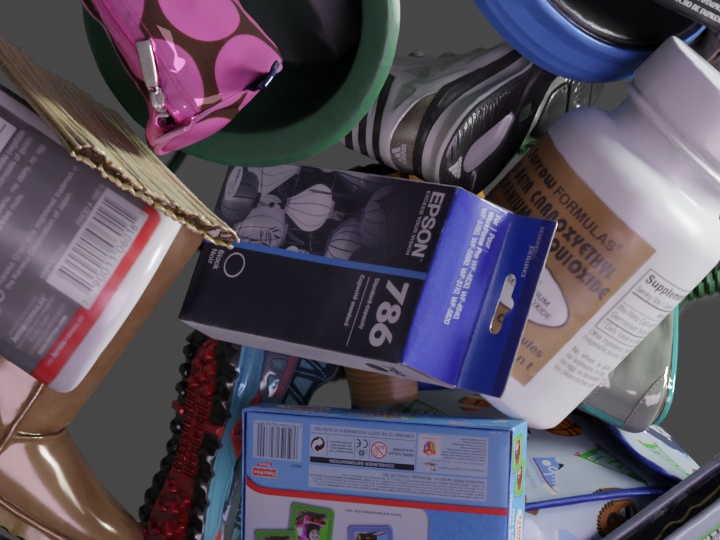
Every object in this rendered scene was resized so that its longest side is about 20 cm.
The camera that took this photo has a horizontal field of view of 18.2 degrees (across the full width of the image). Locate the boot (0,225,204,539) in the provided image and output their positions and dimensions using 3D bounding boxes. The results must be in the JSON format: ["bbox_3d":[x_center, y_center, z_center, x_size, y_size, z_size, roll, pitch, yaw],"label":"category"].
[{"bbox_3d":[-0.143,0.053,1.228,0.175,0.066,0.200,32,93,-30],"label":"boot"}]

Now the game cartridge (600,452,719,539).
[{"bbox_3d":[0.177,0.187,1.244,0.200,0.040,0.134,-36,130,-5],"label":"game cartridge"}]

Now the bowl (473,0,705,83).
[{"bbox_3d":[0.127,-0.203,1.211,0.200,0.039,0.201,8,76,-36],"label":"bowl"}]

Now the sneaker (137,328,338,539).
[{"bbox_3d":[-0.063,0.123,1.281,0.095,0.079,0.201,8,106,-29],"label":"sneaker"}]

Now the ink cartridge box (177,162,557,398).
[{"bbox_3d":[0.000,0.000,1.172,0.039,0.199,0.100,32,72,-51],"label":"ink cartridge box"}]

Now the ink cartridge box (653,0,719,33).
[{"bbox_3d":[0.166,-0.184,1.141,0.199,0.044,0.094,23,122,-26],"label":"ink cartridge box"}]

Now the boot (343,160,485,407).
[{"bbox_3d":[0.070,-0.011,1.296,0.200,0.071,0.145,-13,107,-23],"label":"boot"}]

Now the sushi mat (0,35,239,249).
[{"bbox_3d":[-0.128,-0.067,1.113,0.096,0.200,0.012,33,95,-31],"label":"sushi mat"}]

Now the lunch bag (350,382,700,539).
[{"bbox_3d":[0.112,0.131,1.308,0.199,0.170,0.124,-5,115,-21],"label":"lunch bag"}]

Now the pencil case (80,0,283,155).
[{"bbox_3d":[-0.120,-0.157,1.108,0.200,0.091,0.094,56,41,-2],"label":"pencil case"}]

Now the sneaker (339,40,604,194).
[{"bbox_3d":[0.056,-0.113,1.249,0.200,0.115,0.076,-34,139,-48],"label":"sneaker"}]

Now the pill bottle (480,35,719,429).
[{"bbox_3d":[0.128,-0.022,1.193,0.114,0.114,0.200,36,105,-29],"label":"pill bottle"}]

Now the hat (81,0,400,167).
[{"bbox_3d":[-0.027,-0.154,1.229,0.199,0.176,0.166,9,107,16],"label":"hat"}]

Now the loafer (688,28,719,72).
[{"bbox_3d":[0.233,-0.159,1.263,0.063,0.200,0.072,30,51,-28],"label":"loafer"}]

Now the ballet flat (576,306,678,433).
[{"bbox_3d":[0.157,0.001,1.295,0.063,0.201,0.067,18,144,-4],"label":"ballet flat"}]

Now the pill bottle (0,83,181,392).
[{"bbox_3d":[-0.198,-0.038,1.117,0.200,0.114,0.114,34,94,-7],"label":"pill bottle"}]

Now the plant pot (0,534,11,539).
[{"bbox_3d":[-0.198,0.244,1.192,0.200,0.200,0.177,-45,85,-2],"label":"plant pot"}]

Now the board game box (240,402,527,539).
[{"bbox_3d":[0.010,0.175,1.189,0.151,0.037,0.201,3,94,19],"label":"board game box"}]
